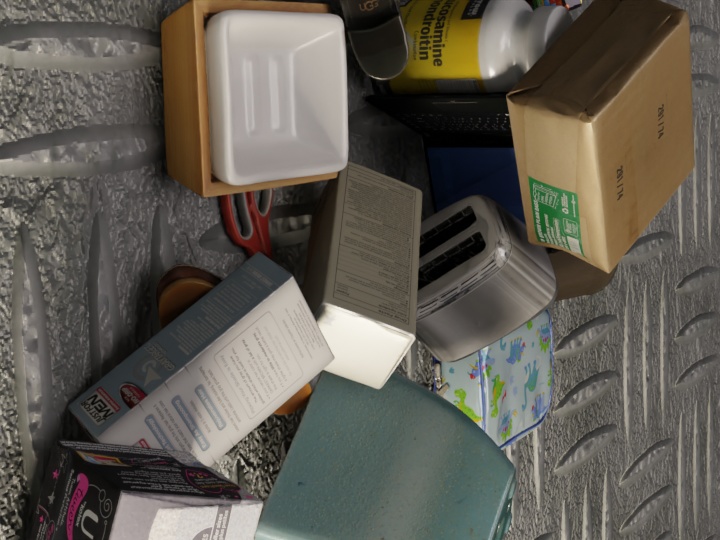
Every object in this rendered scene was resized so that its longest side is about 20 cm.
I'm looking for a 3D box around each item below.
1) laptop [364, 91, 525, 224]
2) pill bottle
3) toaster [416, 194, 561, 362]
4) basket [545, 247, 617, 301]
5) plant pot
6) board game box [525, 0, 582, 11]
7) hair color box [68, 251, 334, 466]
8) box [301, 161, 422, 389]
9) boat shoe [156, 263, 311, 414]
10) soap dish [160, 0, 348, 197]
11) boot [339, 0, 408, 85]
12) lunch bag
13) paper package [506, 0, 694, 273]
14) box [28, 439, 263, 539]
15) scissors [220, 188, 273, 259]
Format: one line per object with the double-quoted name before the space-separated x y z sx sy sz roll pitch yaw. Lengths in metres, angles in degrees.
"laptop" 0.119 -0.110 1.402 0.199 0.175 0.105 22 74 -57
"pill bottle" 0.118 -0.227 1.365 0.111 0.197 0.114 -8 99 -57
"toaster" 0.118 0.004 1.407 0.129 0.198 0.115 35 31 -48
"basket" 0.202 -0.028 1.584 0.199 0.135 0.183 -25 89 -49
"plant pot" 0.036 0.224 1.228 0.197 0.197 0.198 86 25 -58
"board game box" 0.158 -0.372 1.425 0.056 0.200 0.167 -21 117 -11
"hair color box" -0.125 0.090 1.068 0.199 0.060 0.100 -40 130 -17
"box" 0.000 0.000 1.221 0.202 0.094 0.078 -82 -162 -47
"boat shoe" -0.115 0.053 1.155 0.200 0.070 0.071 51 12 -44
"soap dish" -0.091 -0.153 1.152 0.199 0.080 0.160 -14 105 -56
"boot" 0.004 -0.272 1.267 0.174 0.068 0.203 -96 178 -77
"lunch bag" 0.159 0.129 1.576 0.199 0.081 0.164 -18 107 -56
"paper package" 0.241 -0.138 1.305 0.191 0.103 0.202 -46 141 -27
"box" -0.170 0.243 0.971 0.131 0.114 0.203 12 95 -40
"scissors" -0.093 0.000 1.229 0.073 0.014 0.203 -36 124 -54
